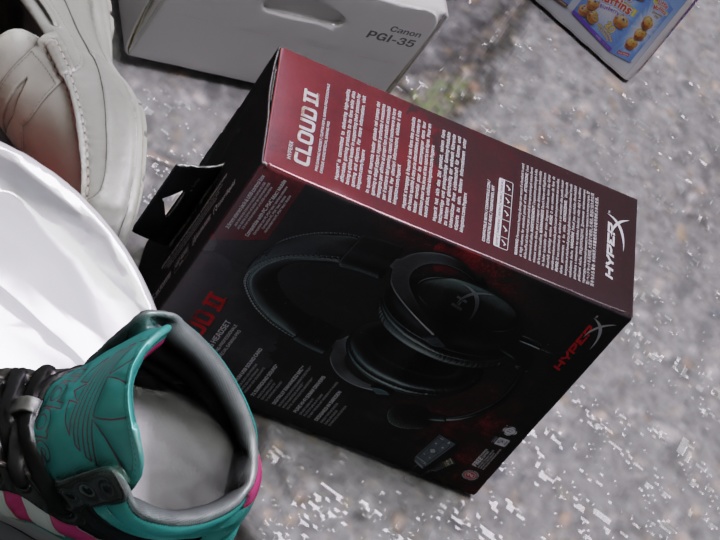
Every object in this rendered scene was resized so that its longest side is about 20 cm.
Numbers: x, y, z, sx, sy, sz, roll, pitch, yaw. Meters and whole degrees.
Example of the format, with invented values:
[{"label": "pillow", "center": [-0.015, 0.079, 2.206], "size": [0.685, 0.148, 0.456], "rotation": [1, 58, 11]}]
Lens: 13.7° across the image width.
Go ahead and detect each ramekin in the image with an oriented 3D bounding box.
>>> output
[{"label": "ramekin", "center": [-0.182, 0.049, 1.182], "size": [0.202, 0.094, 0.203], "rotation": [13, 63, -26]}]

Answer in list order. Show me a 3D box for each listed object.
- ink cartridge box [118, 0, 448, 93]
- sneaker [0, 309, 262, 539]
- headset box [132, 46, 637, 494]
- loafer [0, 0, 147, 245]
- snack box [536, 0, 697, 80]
[{"label": "ink cartridge box", "center": [-0.050, -0.190, 1.493], "size": [0.146, 0.083, 0.200], "rotation": [11, 49, -26]}, {"label": "sneaker", "center": [-0.119, 0.056, 1.082], "size": [0.199, 0.121, 0.084], "rotation": [18, 60, -23]}, {"label": "headset box", "center": [0.000, 0.000, 1.323], "size": [0.200, 0.149, 0.077], "rotation": [22, 45, -17]}, {"label": "loafer", "center": [-0.142, -0.077, 1.347], "size": [0.070, 0.070, 0.200], "rotation": [8, 37, -24]}, {"label": "snack box", "center": [0.089, -0.192, 1.591], "size": [0.200, 0.072, 0.024], "rotation": [42, 44, 4]}]
